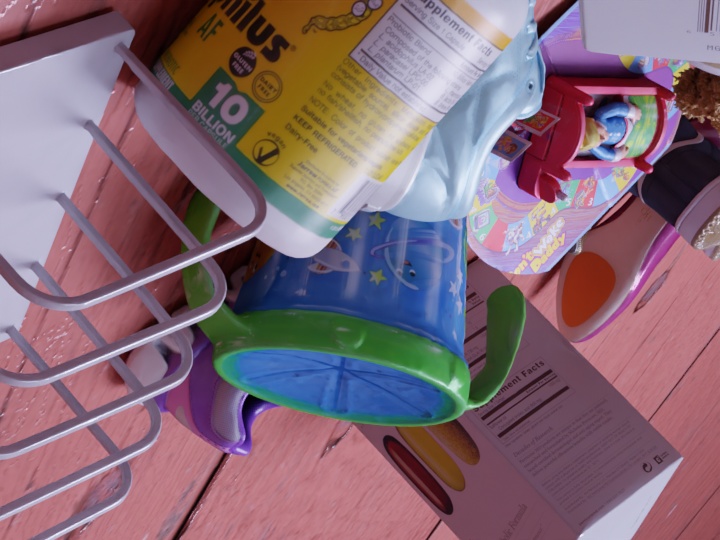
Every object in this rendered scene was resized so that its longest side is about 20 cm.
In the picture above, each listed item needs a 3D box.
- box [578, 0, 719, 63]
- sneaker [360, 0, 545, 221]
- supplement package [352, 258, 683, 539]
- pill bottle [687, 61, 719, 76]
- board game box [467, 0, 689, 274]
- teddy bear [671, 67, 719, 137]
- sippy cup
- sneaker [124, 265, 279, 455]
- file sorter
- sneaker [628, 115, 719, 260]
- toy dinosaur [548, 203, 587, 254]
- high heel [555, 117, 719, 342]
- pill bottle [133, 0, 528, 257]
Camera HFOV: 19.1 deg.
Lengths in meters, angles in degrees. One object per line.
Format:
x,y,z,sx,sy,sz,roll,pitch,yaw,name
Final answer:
0.184,-0.199,0.938,0.106,0.151,0.202,68,32,-69,box
0.059,-0.116,1.042,0.081,0.074,0.201,15,111,-32,sneaker
0.100,0.112,1.460,0.109,0.200,0.114,-31,156,-34,supplement package
0.226,-0.205,1.186,0.119,0.120,0.200,-38,160,-16,pill bottle
0.142,-0.080,1.290,0.200,0.039,0.158,-44,138,-14,board game box
0.269,-0.156,1.312,0.067,0.144,0.201,80,19,-62,teddy bear
0.000,0.000,1.115,0.178,0.139,0.131,45,53,-59,sippy cup
-0.033,0.028,1.199,0.200,0.088,0.081,-42,159,-9,sneaker
-0.146,0.019,0.904,0.138,0.125,0.201,-24,153,-42,file sorter
0.227,-0.068,1.501,0.070,0.108,0.200,-49,166,10,sneaker
0.131,-0.089,1.362,0.106,0.060,0.201,-43,155,-40,toy dinosaur
0.220,-0.030,1.613,0.096,0.067,0.201,-2,122,-47,high heel
0.003,-0.114,0.942,0.200,0.113,0.113,-47,160,10,pill bottle
